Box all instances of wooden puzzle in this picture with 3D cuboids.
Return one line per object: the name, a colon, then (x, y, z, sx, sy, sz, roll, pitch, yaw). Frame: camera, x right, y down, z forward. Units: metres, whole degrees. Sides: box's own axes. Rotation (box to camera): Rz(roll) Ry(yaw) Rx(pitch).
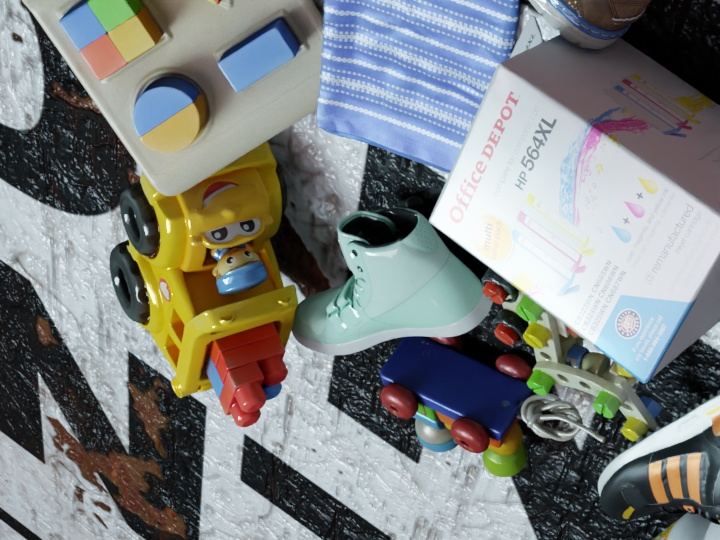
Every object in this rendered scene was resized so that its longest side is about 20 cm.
wooden puzzle: (-0.126, -0.169, 1.307, 0.184, 0.046, 0.201, -30, 111, 16)

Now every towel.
towel: (0.035, -0.152, 1.237, 0.144, 0.024, 0.201, 21, 141, 14)

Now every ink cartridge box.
ink cartridge box: (0.149, -0.054, 1.109, 0.199, 0.125, 0.129, 36, 125, 18)

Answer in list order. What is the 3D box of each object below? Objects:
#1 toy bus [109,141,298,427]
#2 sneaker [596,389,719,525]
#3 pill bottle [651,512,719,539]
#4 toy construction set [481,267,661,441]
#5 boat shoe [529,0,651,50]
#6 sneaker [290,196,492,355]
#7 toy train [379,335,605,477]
toy bus: (-0.110, 0.020, 1.451, 0.193, 0.135, 0.201, 63, 155, 27)
sneaker: (0.245, 0.155, 1.276, 0.200, 0.069, 0.091, -44, 55, 45)
pill bottle: (0.269, 0.246, 1.372, 0.113, 0.113, 0.200, 40, 148, 5)
toy construction set: (0.160, 0.031, 1.265, 0.130, 0.092, 0.201, 27, 144, 25)
boat shoe: (0.099, -0.224, 1.071, 0.199, 0.072, 0.072, 38, 144, -9)
sneaker: (0.000, 0.000, 1.422, 0.199, 0.074, 0.119, -10, 127, 41)
toy train: (0.116, 0.131, 1.448, 0.199, 0.085, 0.116, 24, 153, 28)
